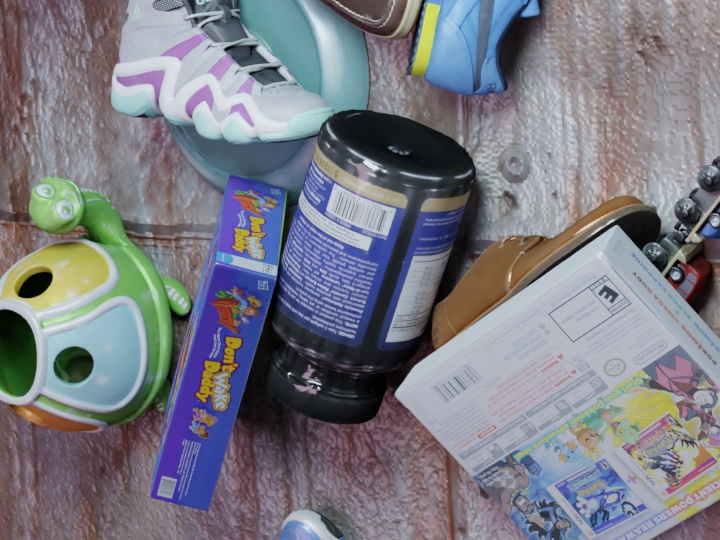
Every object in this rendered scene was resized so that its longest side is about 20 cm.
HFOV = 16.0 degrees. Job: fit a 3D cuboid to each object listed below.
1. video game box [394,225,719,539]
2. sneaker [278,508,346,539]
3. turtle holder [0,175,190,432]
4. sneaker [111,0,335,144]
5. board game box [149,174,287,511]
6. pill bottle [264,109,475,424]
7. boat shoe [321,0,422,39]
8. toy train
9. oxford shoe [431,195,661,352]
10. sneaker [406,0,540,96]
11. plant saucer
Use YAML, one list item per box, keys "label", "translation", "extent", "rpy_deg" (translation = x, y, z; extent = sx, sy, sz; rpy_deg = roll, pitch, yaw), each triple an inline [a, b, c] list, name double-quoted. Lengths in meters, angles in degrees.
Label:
- label: "video game box"
  translation: [0.152, 0.091, 1.664]
  extent: [0.182, 0.047, 0.200]
  rpy_deg: [49, 127, -7]
- label: "sneaker"
  translation: [-0.050, 0.274, 1.879]
  extent: [0.076, 0.077, 0.200]
  rpy_deg: [15, 106, 37]
- label: "turtle holder"
  translation: [-0.212, 0.036, 1.928]
  extent: [0.141, 0.132, 0.186]
  rpy_deg: [42, 122, 25]
- label: "sneaker"
  translation: [-0.099, -0.168, 1.803]
  extent: [0.200, 0.078, 0.140]
  rpy_deg: [13, 107, 36]
- label: "board game box"
  translation: [-0.101, 0.051, 1.833]
  extent: [0.045, 0.135, 0.200]
  rpy_deg: [14, 119, -6]
- label: "pill bottle"
  translation: [0.000, 0.000, 1.767]
  extent: [0.112, 0.112, 0.200]
  rpy_deg: [32, 116, 30]
- label: "boat shoe"
  translation: [-0.031, -0.216, 1.743]
  extent: [0.200, 0.072, 0.072]
  rpy_deg: [48, 128, 43]
- label: "toy train"
  translation: [0.201, 0.002, 1.658]
  extent: [0.046, 0.034, 0.200]
  rpy_deg: [40, 122, 13]
- label: "oxford shoe"
  translation: [0.115, -0.001, 1.708]
  extent: [0.200, 0.071, 0.071]
  rpy_deg: [-37, 52, 32]
- label: "sneaker"
  translation: [0.089, -0.215, 1.700]
  extent: [0.078, 0.066, 0.200]
  rpy_deg: [13, 98, -1]
- label: "plant saucer"
  translation: [-0.080, -0.144, 1.859]
  extent: [0.200, 0.027, 0.200]
  rpy_deg: [8, 104, 38]
